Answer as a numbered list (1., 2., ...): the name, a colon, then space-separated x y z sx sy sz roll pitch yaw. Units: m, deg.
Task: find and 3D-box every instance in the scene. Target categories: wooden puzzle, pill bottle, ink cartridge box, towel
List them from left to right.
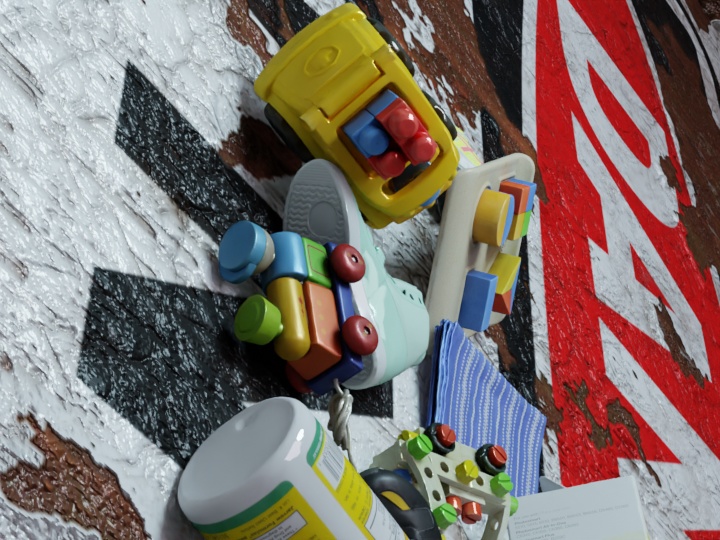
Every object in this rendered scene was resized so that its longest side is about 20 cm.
1. pill bottle: -0.030 0.197 1.255 0.201 0.112 0.113 53 25 -22
2. towel: 0.124 0.153 1.705 0.200 0.024 0.146 45 40 -39
3. wooden puzzle: 0.129 -0.016 1.767 0.200 0.046 0.187 -17 120 -64
4. ink cartridge box: 0.205 0.287 1.583 0.201 0.124 0.129 -94 170 -48

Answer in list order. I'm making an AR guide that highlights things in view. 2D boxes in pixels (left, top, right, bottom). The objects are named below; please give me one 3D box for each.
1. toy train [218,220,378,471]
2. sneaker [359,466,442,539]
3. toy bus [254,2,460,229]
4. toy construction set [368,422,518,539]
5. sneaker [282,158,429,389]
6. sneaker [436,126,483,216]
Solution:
1. toy train: -0.051 0.057 1.407 0.115 0.084 0.201 25 43 -40
2. sneaker: 0.050 0.243 1.352 0.090 0.070 0.202 28 -39 64
3. toy bus: 0.024 -0.115 1.579 0.200 0.136 0.192 51 -3 -30
4. toy construction set: 0.076 0.204 1.494 0.200 0.092 0.132 40 33 -43
5. sneaker: 0.000 0.000 1.566 0.118 0.073 0.202 -8 83 -59
6. sneaker: 0.102 -0.110 1.895 0.200 0.078 0.091 48 25 -30
